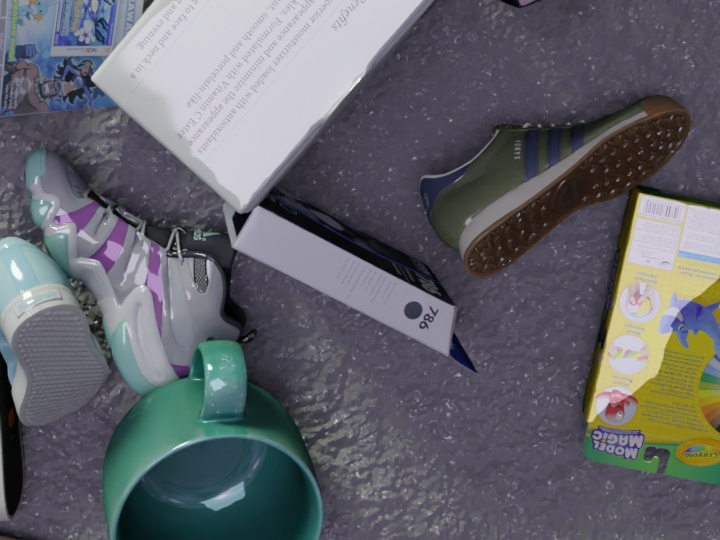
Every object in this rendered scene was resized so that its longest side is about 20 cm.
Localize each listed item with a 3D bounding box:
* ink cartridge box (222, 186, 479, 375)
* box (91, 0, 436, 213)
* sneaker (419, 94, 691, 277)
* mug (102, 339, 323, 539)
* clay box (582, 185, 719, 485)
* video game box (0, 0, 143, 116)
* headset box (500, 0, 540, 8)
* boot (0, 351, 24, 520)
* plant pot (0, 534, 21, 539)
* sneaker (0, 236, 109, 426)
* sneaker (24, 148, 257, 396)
[{"bbox_3d":[0.000,0.000,1.057,0.199,0.100,0.039,29,100,-17],"label":"ink cartridge box"},{"bbox_3d":[-0.048,-0.162,0.993,0.131,0.200,0.199,41,100,-4],"label":"box"},{"bbox_3d":[0.130,-0.081,1.067,0.200,0.090,0.067,-32,143,-14],"label":"sneaker"},{"bbox_3d":[-0.101,0.141,1.089,0.152,0.115,0.185,32,104,-26],"label":"mug"},{"bbox_3d":[0.232,0.048,1.101,0.114,0.048,0.201,11,102,1],"label":"clay box"},{"bbox_3d":[-0.225,-0.200,0.985,0.181,0.047,0.201,-9,121,-36],"label":"video game box"},{"bbox_3d":[0.102,-0.280,0.987,0.075,0.149,0.201,-18,101,4],"label":"headset box"},{"bbox_3d":[-0.328,0.088,1.125,0.143,0.072,0.202,4,105,3],"label":"boot"},{"bbox_3d":[-0.303,0.323,1.125,0.199,0.201,0.176,13,119,0],"label":"plant pot"},{"bbox_3d":[-0.226,0.041,1.076,0.074,0.200,0.082,-20,65,-20],"label":"sneaker"},{"bbox_3d":[-0.143,-0.021,1.095,0.139,0.078,0.201,-26,109,6],"label":"sneaker"}]
